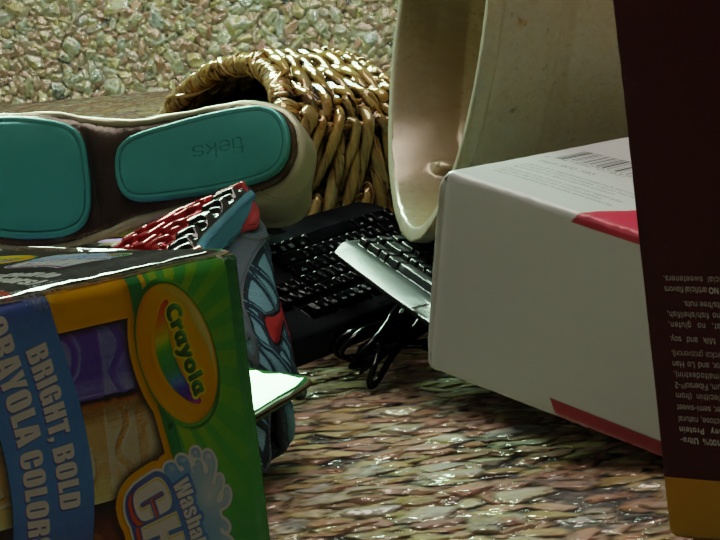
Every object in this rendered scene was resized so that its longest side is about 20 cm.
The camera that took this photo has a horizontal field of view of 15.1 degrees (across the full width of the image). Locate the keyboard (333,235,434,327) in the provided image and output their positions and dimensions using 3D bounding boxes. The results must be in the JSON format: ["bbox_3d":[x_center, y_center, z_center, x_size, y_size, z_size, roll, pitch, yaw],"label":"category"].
[{"bbox_3d":[0.081,0.016,1.178,0.126,0.021,0.200,1,17,-26],"label":"keyboard"}]

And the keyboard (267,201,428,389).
[{"bbox_3d":[0.000,0.000,1.265,0.104,0.040,0.200,38,26,16],"label":"keyboard"}]

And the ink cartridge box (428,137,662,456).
[{"bbox_3d":[0.147,0.001,1.065,0.145,0.084,0.199,19,22,41],"label":"ink cartridge box"}]

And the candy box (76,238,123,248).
[{"bbox_3d":[-0.182,0.035,1.224,0.199,0.072,0.168,-4,8,11],"label":"candy box"}]

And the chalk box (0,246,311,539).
[{"bbox_3d":[-0.106,0.062,0.784,0.199,0.125,0.124,-11,8,-38],"label":"chalk box"}]

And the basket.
[{"bbox_3d":[-0.069,-0.044,1.443,0.148,0.144,0.200,-9,8,-23],"label":"basket"}]

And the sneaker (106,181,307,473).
[{"bbox_3d":[-0.065,0.034,1.071,0.079,0.096,0.200,-25,15,12],"label":"sneaker"}]

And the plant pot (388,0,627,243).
[{"bbox_3d":[0.122,-0.103,1.229,0.182,0.202,0.200,6,6,-10],"label":"plant pot"}]

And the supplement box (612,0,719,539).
[{"bbox_3d":[0.201,-0.027,0.879,0.197,0.201,0.132,-14,10,-43],"label":"supplement box"}]

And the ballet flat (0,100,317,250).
[{"bbox_3d":[-0.116,-0.039,1.267,0.199,0.070,0.069,-2,8,11],"label":"ballet flat"}]
